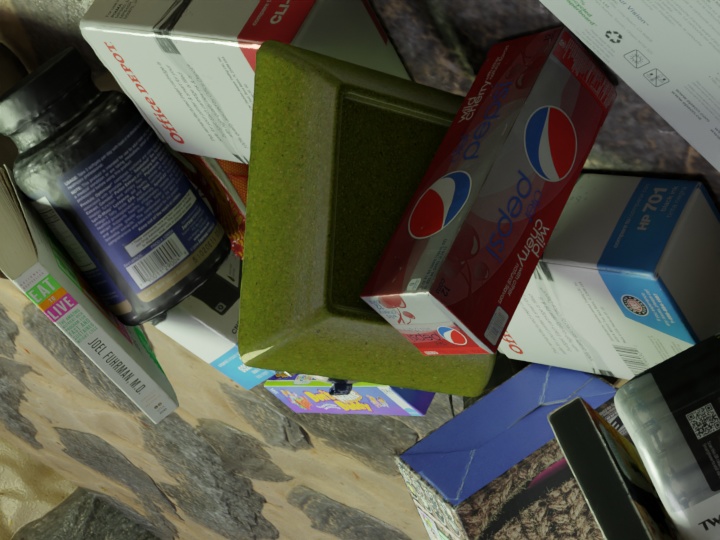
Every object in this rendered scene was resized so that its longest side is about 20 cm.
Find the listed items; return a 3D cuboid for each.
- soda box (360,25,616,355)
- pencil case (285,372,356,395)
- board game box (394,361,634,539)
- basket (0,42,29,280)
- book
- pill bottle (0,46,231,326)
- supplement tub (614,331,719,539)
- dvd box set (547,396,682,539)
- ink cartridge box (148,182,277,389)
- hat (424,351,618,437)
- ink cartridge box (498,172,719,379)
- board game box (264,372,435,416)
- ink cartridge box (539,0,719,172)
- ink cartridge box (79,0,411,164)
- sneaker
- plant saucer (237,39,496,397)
[{"bbox_3d":[0.081,-0.048,0.896,0.063,0.202,0.070,41,154,-27],"label":"soda box"},{"bbox_3d":[0.000,0.000,1.152,0.077,0.089,0.202,35,126,20],"label":"pencil case"},{"bbox_3d":[0.143,0.194,1.137,0.097,0.158,0.202,34,153,58],"label":"board game box"},{"bbox_3d":[-0.316,-0.094,1.275,0.200,0.136,0.181,50,179,41],"label":"basket"},{"bbox_3d":[-0.228,0.025,1.181,0.134,0.048,0.201,52,178,46],"label":"book"},{"bbox_3d":[-0.197,-0.066,1.149,0.111,0.112,0.201,-8,121,56],"label":"pill bottle"},{"bbox_3d":[0.270,0.085,0.929,0.124,0.198,0.123,60,-172,-14],"label":"supplement tub"},{"bbox_3d":[0.201,0.180,0.988,0.200,0.029,0.147,40,-158,-51],"label":"dvd box set"},{"bbox_3d":[-0.133,-0.015,1.305,0.199,0.146,0.084,35,156,-11],"label":"ink cartridge box"},{"bbox_3d":[0.125,0.086,1.257,0.201,0.198,0.082,108,140,-67],"label":"hat"},{"bbox_3d":[0.168,0.005,1.053,0.198,0.086,0.147,10,150,44],"label":"ink cartridge box"},{"bbox_3d":[0.012,0.057,1.291,0.045,0.136,0.199,40,155,-25],"label":"board game box"},{"bbox_3d":[0.218,-0.126,0.775,0.199,0.041,0.199,39,156,-20],"label":"ink cartridge box"},{"bbox_3d":[-0.078,-0.146,1.043,0.198,0.084,0.145,12,151,35],"label":"ink cartridge box"},{"bbox_3d":[-0.093,-0.075,1.193,0.073,0.077,0.201,-2,125,54],"label":"sneaker"},{"bbox_3d":[0.023,-0.031,0.927,0.198,0.203,0.048,11,167,-37],"label":"plant saucer"}]
